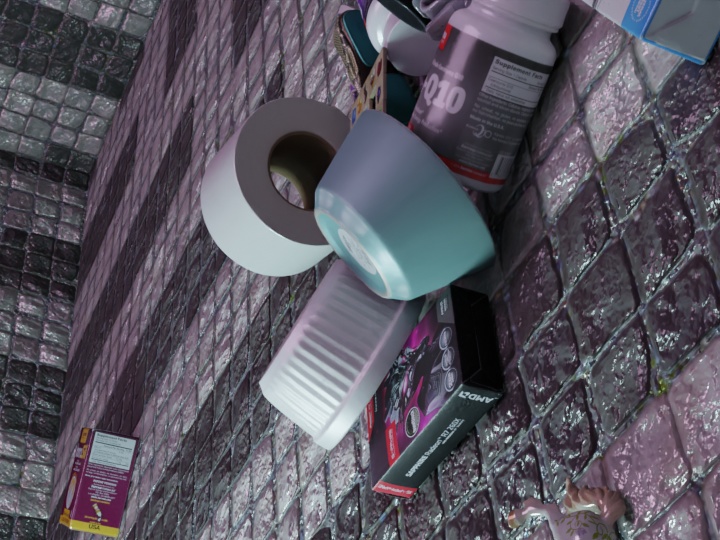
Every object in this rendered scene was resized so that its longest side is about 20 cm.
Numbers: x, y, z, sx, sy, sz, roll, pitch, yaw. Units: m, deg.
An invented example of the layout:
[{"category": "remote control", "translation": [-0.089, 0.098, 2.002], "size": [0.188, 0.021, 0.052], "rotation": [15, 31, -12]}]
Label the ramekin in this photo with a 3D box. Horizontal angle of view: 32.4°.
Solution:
[{"category": "ramekin", "translation": [-0.025, 0.082, 1.337], "size": [0.201, 0.105, 0.200], "rotation": [-57, 3, 4]}]

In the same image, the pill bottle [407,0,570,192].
[{"category": "pill bottle", "translation": [0.125, -0.190, 1.232], "size": [0.114, 0.113, 0.201], "rotation": [-124, 53, -64]}]

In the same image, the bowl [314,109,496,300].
[{"category": "bowl", "translation": [0.029, -0.049, 1.226], "size": [0.105, 0.201, 0.201], "rotation": [-40, 17, -12]}]

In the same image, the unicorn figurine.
[{"category": "unicorn figurine", "translation": [0.146, 0.247, 0.920], "size": [0.137, 0.074, 0.201], "rotation": [-8, 62, 56]}]

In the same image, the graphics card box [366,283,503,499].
[{"category": "graphics card box", "translation": [0.069, 0.124, 1.246], "size": [0.200, 0.051, 0.126], "rotation": [-54, 28, 42]}]

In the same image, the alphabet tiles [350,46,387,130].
[{"category": "alphabet tiles", "translation": [0.005, -0.145, 1.480], "size": [0.200, 0.007, 0.168], "rotation": [125, 147, -67]}]

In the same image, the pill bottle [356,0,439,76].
[{"category": "pill bottle", "translation": [0.056, -0.319, 1.503], "size": [0.200, 0.111, 0.112], "rotation": [-103, 35, -53]}]

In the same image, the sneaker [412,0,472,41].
[{"category": "sneaker", "translation": [0.100, -0.238, 1.323], "size": [0.201, 0.114, 0.075], "rotation": [-61, 29, 32]}]

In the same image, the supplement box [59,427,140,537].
[{"category": "supplement box", "translation": [-0.525, 0.424, 2.492], "size": [0.131, 0.103, 0.201], "rotation": [163, 120, -67]}]

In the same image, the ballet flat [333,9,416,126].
[{"category": "ballet flat", "translation": [0.017, -0.239, 1.572], "size": [0.201, 0.067, 0.075], "rotation": [65, 153, 25]}]

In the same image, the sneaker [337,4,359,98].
[{"category": "sneaker", "translation": [0.002, -0.294, 1.687], "size": [0.201, 0.072, 0.115], "rotation": [-125, 50, -64]}]

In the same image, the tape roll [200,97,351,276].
[{"category": "tape roll", "translation": [-0.094, -0.106, 1.615], "size": [0.139, 0.202, 0.204], "rotation": [-35, 44, 59]}]

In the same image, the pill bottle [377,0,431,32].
[{"category": "pill bottle", "translation": [0.098, -0.367, 1.355], "size": [0.200, 0.112, 0.112], "rotation": [-54, 22, 1]}]

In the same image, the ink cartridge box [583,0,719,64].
[{"category": "ink cartridge box", "translation": [0.244, -0.263, 1.041], "size": [0.200, 0.067, 0.117], "rotation": [-117, 46, -61]}]
